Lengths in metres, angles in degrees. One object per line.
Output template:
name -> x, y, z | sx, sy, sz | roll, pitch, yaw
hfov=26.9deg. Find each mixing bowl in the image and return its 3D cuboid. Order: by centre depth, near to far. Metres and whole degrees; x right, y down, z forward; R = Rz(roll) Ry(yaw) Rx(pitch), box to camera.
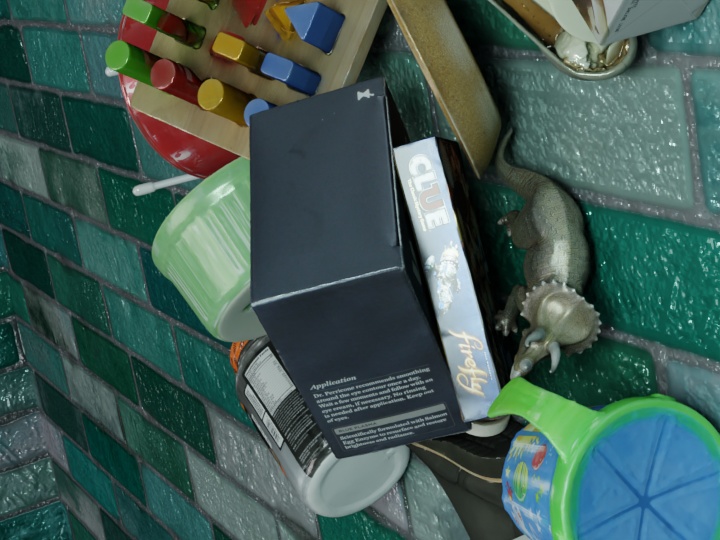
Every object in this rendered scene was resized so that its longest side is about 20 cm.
mixing bowl -> -0.112, -0.190, 1.378 | 0.108, 0.199, 0.202 | -10, 97, 44

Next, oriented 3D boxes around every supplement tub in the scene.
supplement tub -> -0.046, 0.135, 1.491 | 0.200, 0.121, 0.123 | 53, 149, 40

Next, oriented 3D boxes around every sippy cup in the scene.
sippy cup -> 0.164, 0.149, 1.023 | 0.130, 0.138, 0.180 | -178, 76, -68

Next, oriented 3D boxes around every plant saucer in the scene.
plant saucer -> 0.056, -0.164, 1.099 | 0.202, 0.035, 0.200 | 62, -175, -9

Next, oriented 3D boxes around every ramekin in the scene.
ramekin -> -0.083, -0.022, 1.390 | 0.098, 0.199, 0.200 | 56, 152, 18

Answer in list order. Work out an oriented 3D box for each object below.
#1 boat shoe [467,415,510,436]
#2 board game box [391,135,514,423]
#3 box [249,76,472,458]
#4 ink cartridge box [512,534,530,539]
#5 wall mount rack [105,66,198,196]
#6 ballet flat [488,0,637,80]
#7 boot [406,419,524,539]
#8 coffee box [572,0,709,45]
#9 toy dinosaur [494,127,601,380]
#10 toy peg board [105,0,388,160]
boat shoe -> 0.062, 0.050, 1.265 | 0.200, 0.071, 0.060 | 51, 142, 34
board game box -> 0.074, 0.003, 1.125 | 0.135, 0.034, 0.202 | -19, -85, -79
box -> 0.000, 0.000, 1.147 | 0.201, 0.116, 0.198 | 66, -165, -46
ink cartridge box -> 0.147, 0.279, 1.129 | 0.200, 0.145, 0.084 | 21, 125, 61
wall mount rack -> -0.150, -0.155, 1.469 | 0.074, 0.173, 0.202 | -5, 102, 42
ballet flat -> 0.097, -0.193, 0.935 | 0.200, 0.068, 0.064 | 40, -174, -12
boot -> 0.084, 0.186, 1.305 | 0.200, 0.077, 0.140 | 29, 136, 59
coffee box -> 0.141, -0.251, 0.880 | 0.201, 0.079, 0.113 | 63, 155, 22
toy dinosaur -> 0.136, -0.011, 1.074 | 0.102, 0.076, 0.202 | 135, 141, -66
toy peg board -> -0.100, -0.203, 1.225 | 0.198, 0.098, 0.202 | 25, 95, 29
